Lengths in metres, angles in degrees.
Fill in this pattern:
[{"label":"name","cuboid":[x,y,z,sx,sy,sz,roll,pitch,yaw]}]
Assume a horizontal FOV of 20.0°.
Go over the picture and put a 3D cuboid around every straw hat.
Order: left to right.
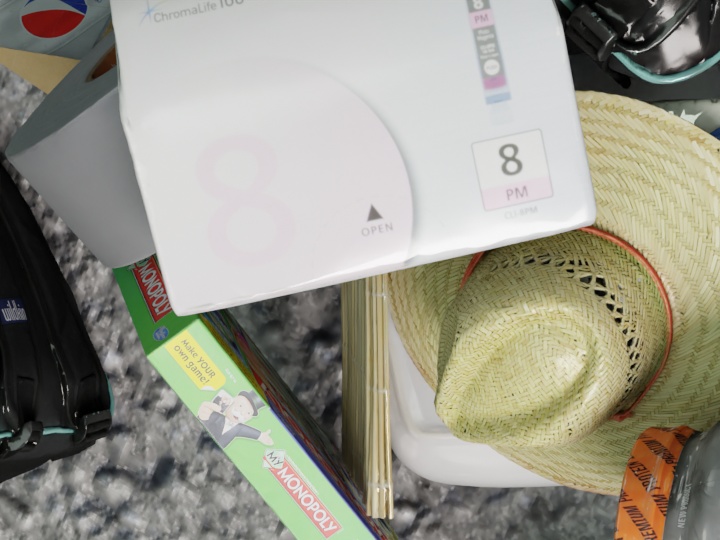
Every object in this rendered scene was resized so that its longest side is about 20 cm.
[{"label":"straw hat","cuboid":[0.074,0.028,0.816,0.201,0.085,0.201,16,125,24]}]

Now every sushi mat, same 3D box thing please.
[{"label":"sushi mat","cuboid":[0.000,0.000,0.898,0.012,0.096,0.201,-3,100,-8]}]

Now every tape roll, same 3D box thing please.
[{"label":"tape roll","cuboid":[-0.056,-0.092,0.870,0.200,0.200,0.066,-34,107,24]}]

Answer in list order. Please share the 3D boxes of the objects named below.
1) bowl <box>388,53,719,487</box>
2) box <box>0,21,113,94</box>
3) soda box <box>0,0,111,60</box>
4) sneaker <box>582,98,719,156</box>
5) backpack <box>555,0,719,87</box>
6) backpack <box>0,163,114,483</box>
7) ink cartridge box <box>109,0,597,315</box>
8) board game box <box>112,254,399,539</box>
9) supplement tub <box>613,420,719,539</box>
[{"label":"bowl","cuboid":[0.082,0.005,0.931,0.199,0.075,0.201,-7,94,26]},{"label":"box","cuboid":[-0.105,-0.165,1.006,0.163,0.021,0.200,33,115,24]},{"label":"soda box","cuboid":[-0.174,-0.192,0.981,0.063,0.068,0.200,-56,46,34]},{"label":"sneaker","cuboid":[0.180,-0.015,0.847,0.199,0.077,0.112,0,94,-11]},{"label":"backpack","cuboid":[0.129,-0.195,0.823,0.176,0.153,0.200,43,101,-5]},{"label":"backpack","cuboid":[-0.234,0.015,1.023,0.153,0.176,0.200,-22,82,21]},{"label":"ink cartridge box","cuboid":[-0.012,-0.097,0.742,0.162,0.057,0.200,-12,107,2]},{"label":"board game box","cuboid":[-0.039,0.074,0.915,0.029,0.135,0.200,-36,117,0]},{"label":"supplement tub","cuboid":[0.200,0.111,0.746,0.200,0.122,0.123,2,97,22]}]
